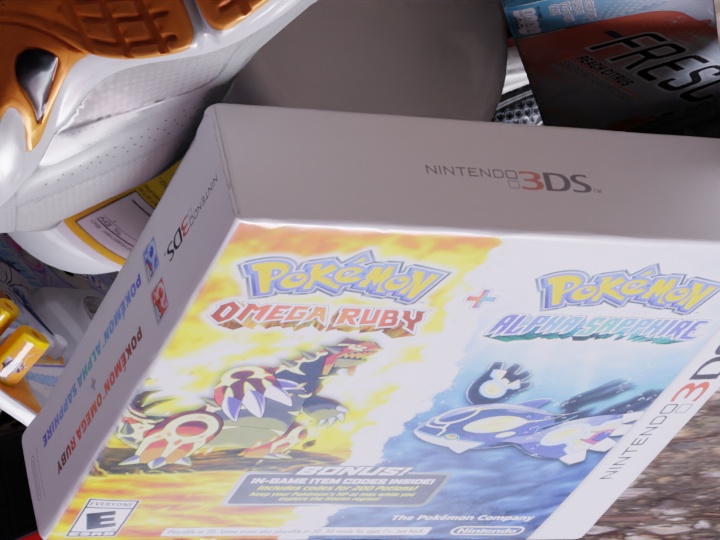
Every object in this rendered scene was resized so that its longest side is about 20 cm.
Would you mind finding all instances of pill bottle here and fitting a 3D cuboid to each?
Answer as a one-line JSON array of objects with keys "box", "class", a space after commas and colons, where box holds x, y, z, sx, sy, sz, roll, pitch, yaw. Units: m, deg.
[{"box": [-0.049, -0.060, 0.911, 0.112, 0.113, 0.200, 8, 163, -31], "class": "pill bottle"}]

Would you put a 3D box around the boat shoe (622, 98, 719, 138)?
[{"box": [0.051, -0.009, 0.897, 0.199, 0.057, 0.069, -12, 149, -1], "class": "boat shoe"}]

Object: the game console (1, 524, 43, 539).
[{"box": [-0.095, 0.122, 1.140, 0.176, 0.031, 0.200, -19, 166, 25], "class": "game console"}]

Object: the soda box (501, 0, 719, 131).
[{"box": [0.081, -0.088, 0.887, 0.063, 0.069, 0.200, -12, 165, 7], "class": "soda box"}]

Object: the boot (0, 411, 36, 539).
[{"box": [-0.150, 0.083, 1.216, 0.200, 0.073, 0.150, -16, -166, -37], "class": "boot"}]

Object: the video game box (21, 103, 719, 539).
[{"box": [0.018, 0.023, 0.838, 0.199, 0.047, 0.182, 2, 144, -25], "class": "video game box"}]

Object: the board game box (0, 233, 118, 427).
[{"box": [-0.089, 0.025, 1.027, 0.200, 0.200, 0.026, 38, 104, -29], "class": "board game box"}]

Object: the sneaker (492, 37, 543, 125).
[{"box": [0.022, -0.021, 1.030, 0.200, 0.075, 0.081, -34, 170, 0], "class": "sneaker"}]

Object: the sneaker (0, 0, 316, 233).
[{"box": [-0.057, -0.072, 0.758, 0.200, 0.076, 0.092, -30, 162, 28], "class": "sneaker"}]
